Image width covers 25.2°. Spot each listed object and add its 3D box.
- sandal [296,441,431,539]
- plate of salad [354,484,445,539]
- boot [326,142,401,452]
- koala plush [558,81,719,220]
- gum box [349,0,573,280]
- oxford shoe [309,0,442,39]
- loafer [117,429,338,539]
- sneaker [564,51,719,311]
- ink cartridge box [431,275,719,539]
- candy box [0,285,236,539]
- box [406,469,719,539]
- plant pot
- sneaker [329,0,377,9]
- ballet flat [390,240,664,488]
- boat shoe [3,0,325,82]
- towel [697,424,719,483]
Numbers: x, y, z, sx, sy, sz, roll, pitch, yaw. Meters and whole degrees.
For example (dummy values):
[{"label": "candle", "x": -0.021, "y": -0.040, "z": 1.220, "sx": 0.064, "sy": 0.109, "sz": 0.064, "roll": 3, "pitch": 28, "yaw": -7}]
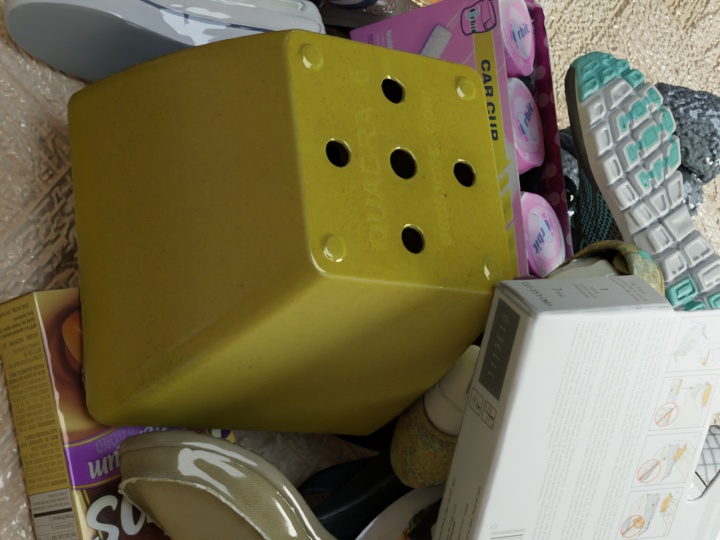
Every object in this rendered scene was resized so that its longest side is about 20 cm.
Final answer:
[{"label": "sandal", "x": 0.000, "y": 0.147, "z": 1.014, "sx": 0.200, "sy": 0.048, "sz": 0.075, "roll": -35, "pitch": 130, "yaw": -17}, {"label": "plate of salad", "x": 0.058, "y": 0.227, "z": 1.018, "sx": 0.200, "sy": 0.048, "sz": 0.200, "roll": -10, "pitch": 109, "yaw": -32}, {"label": "boot", "x": 0.000, "y": 0.000, "z": 1.067, "sx": 0.186, "sy": 0.064, "sz": 0.200, "roll": 39, "pitch": 51, "yaw": -28}, {"label": "koala plush", "x": 0.134, "y": -0.047, "z": 1.140, "sx": 0.200, "sy": 0.184, "sz": 0.177, "roll": 5, "pitch": 92, "yaw": -20}, {"label": "gum box", "x": 0.063, "y": -0.078, "z": 1.031, "sx": 0.066, "sy": 0.113, "sz": 0.200, "roll": 12, "pitch": 69, "yaw": -54}, {"label": "oxford shoe", "x": 0.045, "y": -0.158, "z": 1.149, "sx": 0.200, "sy": 0.071, "sz": 0.073, "roll": 28, "pitch": 82, "yaw": -27}, {"label": "loafer", "x": -0.058, "y": 0.159, "z": 0.888, "sx": 0.200, "sy": 0.076, "sz": 0.067, "roll": 42, "pitch": 48, "yaw": -26}, {"label": "sneaker", "x": 0.161, "y": -0.038, "z": 1.025, "sx": 0.078, "sy": 0.091, "sz": 0.200, "roll": -26, "pitch": 99, "yaw": -37}, {"label": "ink cartridge box", "x": 0.137, "y": 0.098, "z": 0.903, "sx": 0.173, "sy": 0.044, "sz": 0.200, "roll": -2, "pitch": 117, "yaw": -29}, {"label": "candy box", "x": -0.131, "y": 0.106, "z": 0.927, "sx": 0.117, "sy": 0.056, "sz": 0.200, "roll": -8, "pitch": 85, "yaw": -41}, {"label": "box", "x": 0.145, "y": 0.174, "z": 1.002, "sx": 0.160, "sy": 0.044, "sz": 0.200, "roll": -46, "pitch": 117, "yaw": -12}, {"label": "plant pot", "x": -0.028, "y": -0.028, "z": 0.898, "sx": 0.200, "sy": 0.176, "sz": 0.200, "roll": 7, "pitch": 68, "yaw": -37}, {"label": "sneaker", "x": -0.049, "y": -0.246, "z": 1.055, "sx": 0.108, "sy": 0.070, "sz": 0.200, "roll": 13, "pitch": 39, "yaw": -46}, {"label": "ballet flat", "x": 0.091, "y": 0.050, "z": 0.952, "sx": 0.200, "sy": 0.071, "sz": 0.071, "roll": -37, "pitch": 106, "yaw": 1}, {"label": "boat shoe", "x": -0.115, "y": -0.163, "z": 0.989, "sx": 0.202, "sy": 0.075, "sz": 0.086, "roll": 7, "pitch": 59, "yaw": -16}, {"label": "towel", "x": 0.255, "y": 0.217, "z": 1.201, "sx": 0.166, "sy": 0.086, "sz": 0.200, "roll": 2, "pitch": 75, "yaw": -41}]
